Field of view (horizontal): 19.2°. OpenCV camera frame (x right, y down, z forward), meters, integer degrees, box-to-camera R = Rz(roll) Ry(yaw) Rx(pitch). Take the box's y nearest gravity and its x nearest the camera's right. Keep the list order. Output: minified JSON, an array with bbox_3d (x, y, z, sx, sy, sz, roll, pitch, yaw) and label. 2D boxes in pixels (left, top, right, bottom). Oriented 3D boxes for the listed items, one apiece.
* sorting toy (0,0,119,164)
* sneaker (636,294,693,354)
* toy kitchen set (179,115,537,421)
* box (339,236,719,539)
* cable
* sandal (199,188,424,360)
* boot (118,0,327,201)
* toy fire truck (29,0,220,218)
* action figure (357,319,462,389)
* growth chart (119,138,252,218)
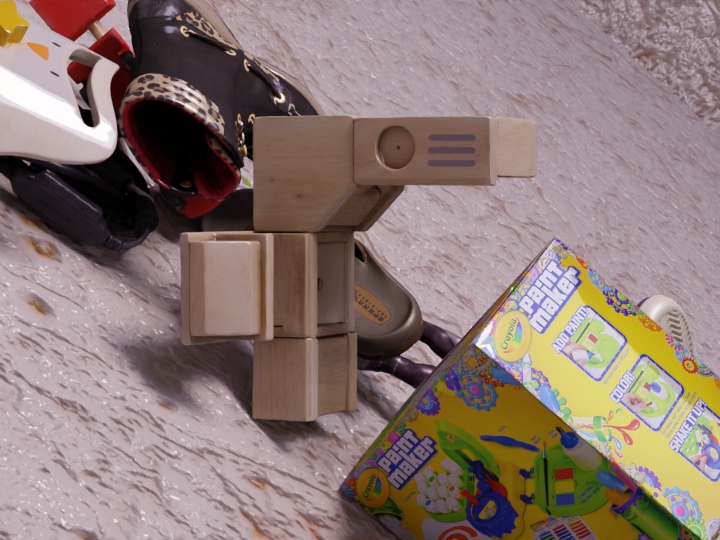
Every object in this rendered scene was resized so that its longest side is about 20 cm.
[{"bbox_3d":[-0.242,-0.133,1.376,0.179,0.107,0.200,18,32,-19],"label":"sorting toy"},{"bbox_3d":[0.174,0.098,1.478,0.084,0.201,0.075,27,37,34],"label":"sneaker"},{"bbox_3d":[0.000,0.000,1.378,0.180,0.201,0.163,1,2,27],"label":"toy kitchen set"},{"bbox_3d":[0.125,0.123,1.385,0.192,0.200,0.122,41,49,1],"label":"box"},{"bbox_3d":[-0.222,-0.095,1.489,0.200,0.051,0.163,35,20,-14],"label":"cable"},{"bbox_3d":[-0.037,-0.007,1.540,0.200,0.082,0.055,39,-20,31],"label":"sandal"},{"bbox_3d":[-0.092,-0.098,1.482,0.200,0.073,0.151,47,25,-26],"label":"boot"},{"bbox_3d":[-0.169,-0.134,1.590,0.200,0.049,0.141,50,6,-11],"label":"toy fire truck"},{"bbox_3d":[0.068,0.072,1.556,0.199,0.130,0.069,29,-8,13],"label":"action figure"},{"bbox_3d":[-0.109,-0.056,1.662,0.200,0.018,0.145,31,21,-26],"label":"growth chart"}]
